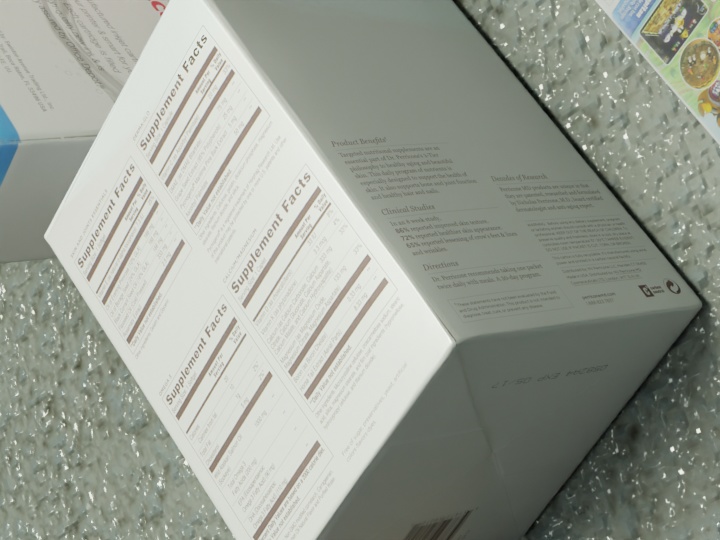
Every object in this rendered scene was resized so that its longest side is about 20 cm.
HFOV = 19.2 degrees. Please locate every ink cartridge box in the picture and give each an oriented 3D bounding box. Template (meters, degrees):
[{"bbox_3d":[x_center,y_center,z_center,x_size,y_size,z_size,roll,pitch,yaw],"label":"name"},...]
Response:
[{"bbox_3d":[-0.162,-0.082,1.002,0.145,0.199,0.084,51,128,29],"label":"ink cartridge box"}]

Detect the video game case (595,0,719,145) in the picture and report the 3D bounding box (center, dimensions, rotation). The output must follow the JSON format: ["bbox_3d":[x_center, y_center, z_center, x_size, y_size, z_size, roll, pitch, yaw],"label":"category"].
[{"bbox_3d":[0.147,-0.139,0.814,0.201,0.018,0.144,54,127,28],"label":"video game case"}]

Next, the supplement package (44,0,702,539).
[{"bbox_3d":[0.000,0.000,0.879,0.201,0.151,0.151,54,128,28],"label":"supplement package"}]
